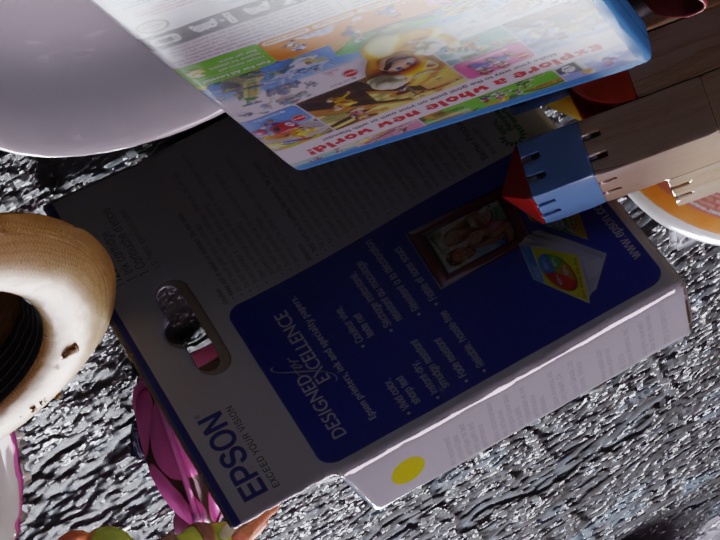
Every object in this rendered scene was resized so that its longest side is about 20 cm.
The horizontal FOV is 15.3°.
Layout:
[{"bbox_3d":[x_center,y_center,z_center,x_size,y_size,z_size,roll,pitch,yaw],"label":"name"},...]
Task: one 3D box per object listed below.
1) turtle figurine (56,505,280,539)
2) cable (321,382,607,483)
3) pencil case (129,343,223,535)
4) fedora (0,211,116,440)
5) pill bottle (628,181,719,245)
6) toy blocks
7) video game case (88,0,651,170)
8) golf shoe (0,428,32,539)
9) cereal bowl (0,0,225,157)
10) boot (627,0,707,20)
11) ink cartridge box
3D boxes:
[{"bbox_3d":[-0.136,0.157,1.215,0.199,0.065,0.162,-27,162,-35],"label":"turtle figurine"},{"bbox_3d":[0.060,0.062,1.452,0.199,0.051,0.097,-19,170,1],"label":"cable"},{"bbox_3d":[-0.011,0.058,1.294,0.199,0.091,0.094,-22,117,-16],"label":"pencil case"},{"bbox_3d":[-0.195,0.019,1.031,0.199,0.082,0.201,-22,153,-12],"label":"fedora"},{"bbox_3d":[0.189,-0.112,1.190,0.112,0.113,0.201,-14,148,-31],"label":"pill bottle"},{"bbox_3d":[0.106,-0.102,1.061,0.136,0.201,0.100,-19,153,9],"label":"toy blocks"},{"bbox_3d":[0.002,-0.091,0.892,0.142,0.018,0.200,-17,157,18],"label":"video game case"},{"bbox_3d":[-0.200,0.107,1.191,0.091,0.076,0.201,-14,147,-26],"label":"golf shoe"},{"bbox_3d":[-0.074,-0.135,0.904,0.199,0.084,0.201,-24,152,-14],"label":"cereal bowl"},{"bbox_3d":[0.118,-0.176,0.971,0.200,0.145,0.072,-43,151,20],"label":"boot"},{"bbox_3d":[0.000,0.000,1.082,0.199,0.198,0.047,-29,140,-7],"label":"ink cartridge box"}]
